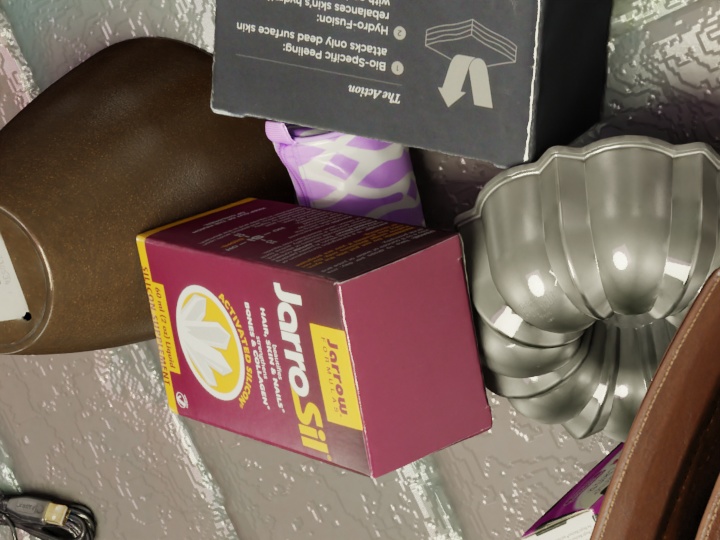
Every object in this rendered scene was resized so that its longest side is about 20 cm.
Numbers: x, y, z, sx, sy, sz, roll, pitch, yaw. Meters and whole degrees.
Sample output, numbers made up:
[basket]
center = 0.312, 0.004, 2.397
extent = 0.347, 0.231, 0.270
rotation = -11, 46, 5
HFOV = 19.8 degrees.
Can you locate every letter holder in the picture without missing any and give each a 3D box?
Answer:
[letter holder]
center = 0.206, 0.109, 0.985
extent = 0.142, 0.201, 0.100
rotation = 29, 169, -21

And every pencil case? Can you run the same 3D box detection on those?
[pencil case]
center = 0.000, 0.000, 1.222
extent = 0.084, 0.085, 0.201
rotation = 12, 115, 63

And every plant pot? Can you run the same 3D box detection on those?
[plant pot]
center = -0.167, -0.026, 1.234
extent = 0.186, 0.200, 0.188
rotation = 10, 113, 25

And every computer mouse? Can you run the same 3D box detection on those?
[computer mouse]
center = -0.229, 0.251, 1.462
extent = 0.109, 0.044, 0.201
rotation = 1, 102, 23

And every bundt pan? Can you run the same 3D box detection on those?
[bundt pan]
center = 0.144, 0.024, 1.099
extent = 0.201, 0.076, 0.202
rotation = 2, 141, 2

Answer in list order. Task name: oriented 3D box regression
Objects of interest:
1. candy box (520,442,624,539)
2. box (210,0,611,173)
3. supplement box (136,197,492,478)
[candy box]
center = 0.194, 0.194, 1.155
extent = 0.061, 0.136, 0.201
rotation = -30, 93, 43
[box]
center = 0.031, -0.177, 1.123
extent = 0.196, 0.117, 0.201
rotation = 13, 112, 23
[supplement box]
center = -0.029, 0.032, 1.124
extent = 0.200, 0.085, 0.111
rotation = 11, 116, 52
